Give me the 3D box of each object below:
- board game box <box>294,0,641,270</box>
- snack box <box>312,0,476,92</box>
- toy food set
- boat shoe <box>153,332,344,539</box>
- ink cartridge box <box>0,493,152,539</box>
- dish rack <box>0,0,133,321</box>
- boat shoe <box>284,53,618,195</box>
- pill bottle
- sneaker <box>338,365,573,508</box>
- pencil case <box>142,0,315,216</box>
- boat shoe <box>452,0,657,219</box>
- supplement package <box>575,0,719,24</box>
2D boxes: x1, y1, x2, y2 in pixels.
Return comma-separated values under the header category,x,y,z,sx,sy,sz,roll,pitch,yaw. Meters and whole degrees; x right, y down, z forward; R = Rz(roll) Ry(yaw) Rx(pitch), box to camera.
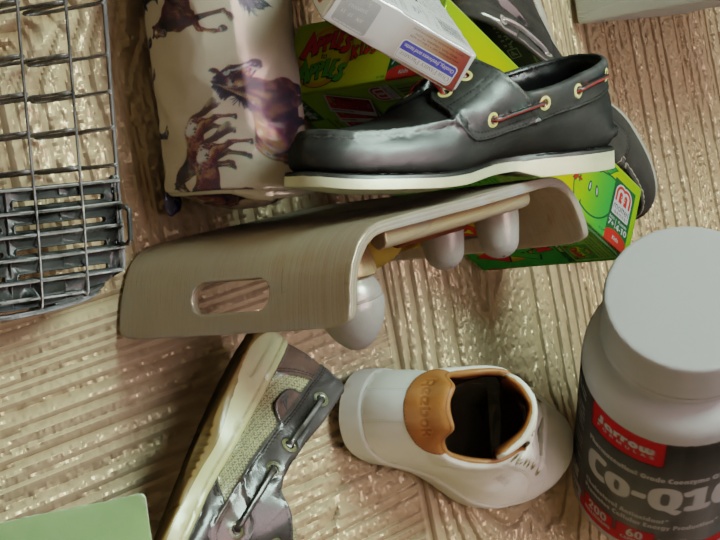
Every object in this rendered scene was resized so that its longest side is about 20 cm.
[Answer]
category,x,y,z,sx,sy,sz,roll,pitch,yaw
board game box,0.058,-0.069,1.067,0.200,0.101,0.048,38,59,-42
snack box,0.001,-0.144,0.949,0.072,0.200,0.024,27,107,-20
toy food set,0.000,0.000,0.957,0.200,0.143,0.061,-16,98,-51
boat shoe,-0.059,0.117,0.915,0.065,0.073,0.201,23,62,-4
ink cartridge box,-0.135,0.205,0.793,0.145,0.048,0.201,-10,97,-17
dish rack,-0.166,-0.078,0.836,0.153,0.054,0.201,-8,94,-49
boat shoe,0.044,-0.070,0.933,0.201,0.074,0.063,-11,103,-39
pill bottle,0.182,0.072,1.130,0.200,0.113,0.114,85,26,-55
sneaker,0.078,0.094,1.090,0.200,0.084,0.073,14,74,-52
pencil case,-0.070,-0.129,0.938,0.078,0.089,0.201,-9,93,-22
boat shoe,0.109,-0.094,1.157,0.200,0.067,0.057,53,39,-25
supplement package,0.237,-0.272,1.236,0.147,0.191,0.201,-14,97,-49
